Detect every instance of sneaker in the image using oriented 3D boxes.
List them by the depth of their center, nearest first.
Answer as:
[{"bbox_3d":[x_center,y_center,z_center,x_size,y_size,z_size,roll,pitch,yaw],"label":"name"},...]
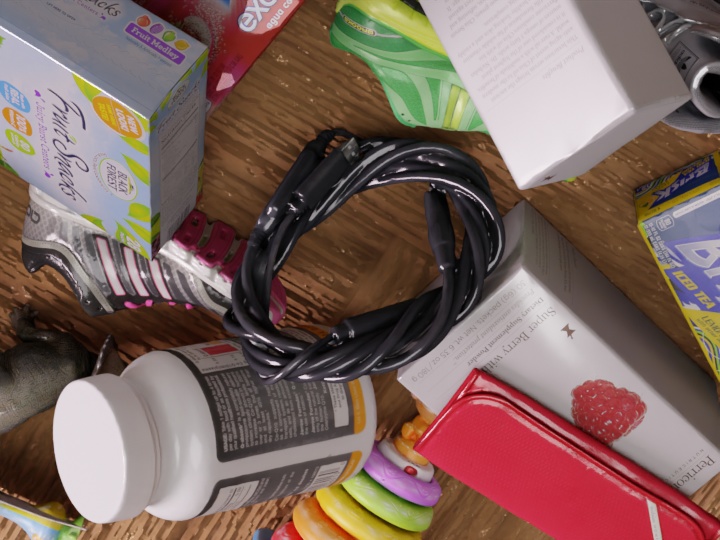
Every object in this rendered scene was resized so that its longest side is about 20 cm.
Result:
[{"bbox_3d":[0.182,-0.155,1.203,0.200,0.115,0.075,30,112,-8],"label":"sneaker"},{"bbox_3d":[0.066,-0.126,1.259,0.200,0.074,0.084,37,136,-14],"label":"sneaker"},{"bbox_3d":[-0.149,0.000,1.319,0.199,0.074,0.088,26,112,-1],"label":"sneaker"}]

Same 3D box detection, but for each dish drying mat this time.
[{"bbox_3d":[0.137,0.143,1.256,0.200,0.018,0.077,32,116,-9],"label":"dish drying mat"}]

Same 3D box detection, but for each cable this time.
[{"bbox_3d":[0.000,0.000,1.245,0.163,0.200,0.051,23,156,21],"label":"cable"}]

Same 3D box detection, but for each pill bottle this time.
[{"bbox_3d":[-0.097,0.104,1.284,0.200,0.116,0.117,-8,120,-37],"label":"pill bottle"}]

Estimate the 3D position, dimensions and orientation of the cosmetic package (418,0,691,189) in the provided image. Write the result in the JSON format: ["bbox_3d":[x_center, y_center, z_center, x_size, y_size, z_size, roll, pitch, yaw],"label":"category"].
[{"bbox_3d":[0.104,-0.163,1.169,0.101,0.071,0.200,-35,77,41],"label":"cosmetic package"}]

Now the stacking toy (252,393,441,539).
[{"bbox_3d":[0.017,0.163,1.370,0.116,0.110,0.200,31,100,-12],"label":"stacking toy"}]

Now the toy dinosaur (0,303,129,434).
[{"bbox_3d":[-0.240,0.077,1.326,0.199,0.102,0.077,-14,108,-25],"label":"toy dinosaur"}]

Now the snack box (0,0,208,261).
[{"bbox_3d":[-0.181,-0.110,1.194,0.168,0.200,0.068,32,68,8],"label":"snack box"}]

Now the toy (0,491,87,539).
[{"bbox_3d":[-0.297,0.166,1.372,0.199,0.115,0.047,18,82,-8],"label":"toy"}]

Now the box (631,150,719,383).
[{"bbox_3d":[0.258,0.024,1.301,0.070,0.064,0.200,-26,108,14],"label":"box"}]

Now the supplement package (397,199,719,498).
[{"bbox_3d":[0.139,0.076,1.301,0.200,0.120,0.121,42,110,-13],"label":"supplement package"}]

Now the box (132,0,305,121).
[{"bbox_3d":[-0.069,-0.205,1.208,0.095,0.100,0.200,39,111,-8],"label":"box"}]
